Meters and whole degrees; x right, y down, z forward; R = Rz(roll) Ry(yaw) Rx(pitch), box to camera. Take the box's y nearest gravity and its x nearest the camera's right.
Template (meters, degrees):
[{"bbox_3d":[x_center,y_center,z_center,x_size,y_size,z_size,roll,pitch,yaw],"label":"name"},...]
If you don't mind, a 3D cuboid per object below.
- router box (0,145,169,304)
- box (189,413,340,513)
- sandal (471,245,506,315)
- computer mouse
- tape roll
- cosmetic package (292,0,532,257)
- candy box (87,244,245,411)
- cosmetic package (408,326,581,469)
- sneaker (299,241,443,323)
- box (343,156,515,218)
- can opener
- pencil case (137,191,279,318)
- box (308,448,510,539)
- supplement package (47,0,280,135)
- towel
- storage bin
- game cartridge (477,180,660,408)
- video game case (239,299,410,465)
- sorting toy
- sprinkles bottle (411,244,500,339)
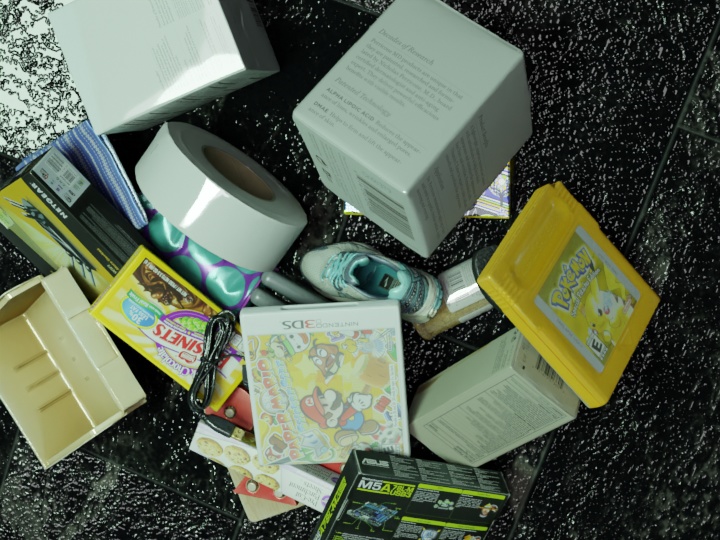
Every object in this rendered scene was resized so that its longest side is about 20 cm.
[{"bbox_3d":[-0.352,-0.042,1.416,0.157,0.052,0.200,-19,120,48],"label":"router box"},{"bbox_3d":[-0.110,0.236,1.410,0.199,0.039,0.042,25,104,8],"label":"box"},{"bbox_3d":[0.196,0.031,1.310,0.199,0.045,0.076,22,69,-31],"label":"sandal"},{"bbox_3d":[-0.107,0.144,1.374,0.199,0.046,0.141,22,91,-6],"label":"computer mouse"},{"bbox_3d":[-0.162,-0.088,1.361,0.202,0.202,0.071,39,105,4],"label":"tape roll"},{"bbox_3d":[0.063,-0.160,1.267,0.165,0.165,0.200,36,77,23],"label":"cosmetic package"},{"bbox_3d":[-0.216,0.071,1.386,0.200,0.026,0.102,41,89,-21],"label":"candy box"},{"bbox_3d":[0.152,0.150,1.336,0.105,0.071,0.200,39,137,-15],"label":"cosmetic package"},{"bbox_3d":[0.000,0.000,1.369,0.199,0.086,0.078,14,81,37],"label":"sneaker"},{"bbox_3d":[0.081,-0.100,1.375,0.198,0.064,0.071,2,99,13],"label":"box"},{"bbox_3d":[-0.039,0.063,1.402,0.199,0.066,0.053,29,96,-12],"label":"can opener"},{"bbox_3d":[-0.200,-0.033,1.438,0.200,0.085,0.093,41,118,4],"label":"pencil case"},{"bbox_3d":[0.050,0.308,1.384,0.198,0.048,0.194,11,119,-20],"label":"box"},{"bbox_3d":[-0.228,-0.269,1.374,0.199,0.151,0.153,-21,94,14],"label":"supplement package"},{"bbox_3d":[-0.348,-0.097,1.438,0.199,0.024,0.146,-18,102,48],"label":"towel"},{"bbox_3d":[-0.380,0.121,1.450,0.201,0.093,0.198,58,142,0],"label":"storage bin"},{"bbox_3d":[0.236,0.021,1.290,0.200,0.177,0.032,47,144,-15],"label":"game cartridge"},{"bbox_3d":[-0.038,0.132,1.334,0.180,0.023,0.202,-3,114,4],"label":"video game case"},{"bbox_3d":[-0.095,0.203,1.458,0.197,0.070,0.201,-21,94,15],"label":"sorting toy"},{"bbox_3d":[0.150,0.012,1.374,0.199,0.068,0.069,-27,92,15],"label":"sprinkles bottle"}]
